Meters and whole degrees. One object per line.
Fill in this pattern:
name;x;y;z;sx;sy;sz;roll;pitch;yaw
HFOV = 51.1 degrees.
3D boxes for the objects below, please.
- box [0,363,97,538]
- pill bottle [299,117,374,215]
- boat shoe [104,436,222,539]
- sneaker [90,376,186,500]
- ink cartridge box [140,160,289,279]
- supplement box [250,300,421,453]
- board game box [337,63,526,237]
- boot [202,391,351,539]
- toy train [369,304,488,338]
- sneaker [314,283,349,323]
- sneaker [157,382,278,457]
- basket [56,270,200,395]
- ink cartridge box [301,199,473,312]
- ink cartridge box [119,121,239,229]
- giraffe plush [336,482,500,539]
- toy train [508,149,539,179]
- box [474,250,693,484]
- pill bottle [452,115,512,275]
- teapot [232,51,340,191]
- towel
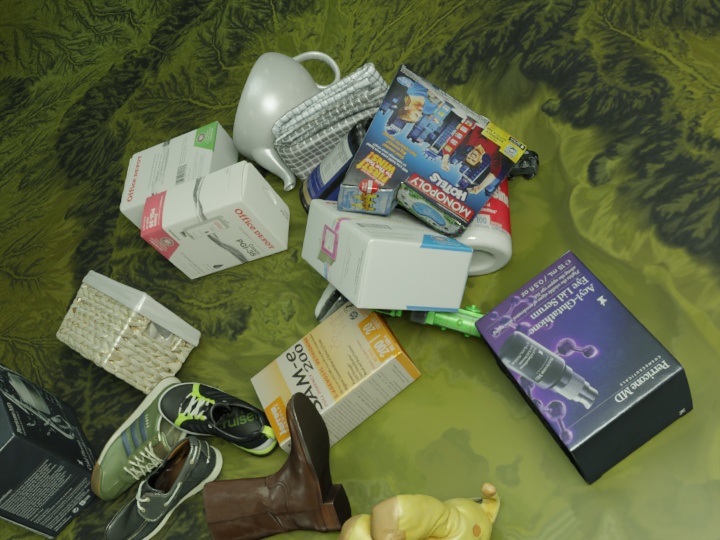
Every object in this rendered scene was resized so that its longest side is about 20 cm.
box;-0.514;0.263;1.129;0.124;0.197;0.200;-44;48;-5
pill bottle;0.008;-0.147;1.092;0.200;0.111;0.113;-41;42;34
boat shoe;-0.287;0.309;1.051;0.200;0.068;0.072;-42;49;0
sneaker;-0.307;0.253;1.098;0.089;0.067;0.202;16;65;43
ink cartridge box;-0.234;-0.078;1.231;0.197;0.147;0.084;-16;53;21
supplement box;-0.036;0.143;1.010;0.199;0.074;0.127;-39;47;2
board game box;0.071;-0.128;0.939;0.199;0.062;0.200;36;67;11
boot;-0.127;0.255;0.937;0.197;0.190;0.064;-14;8;23
toy train;0.091;0.053;0.961;0.196;0.056;0.043;15;96;9
sneaker;0.000;0.000;1.102;0.201;0.075;0.086;-49;36;-17
sneaker;-0.197;0.192;1.037;0.196;0.083;0.073;14;63;18
basket;-0.371;0.100;1.187;0.198;0.135;0.125;14;69;45
ink cartridge box;0.026;-0.022;0.948;0.200;0.142;0.086;40;122;59
ink cartridge box;-0.333;-0.169;1.395;0.197;0.084;0.148;-16;52;21
giraffe plush;0.083;0.330;0.782;0.196;0.174;0.165;-5;60;-15
toy train;0.170;-0.159;1.123;0.197;0.034;0.046;2;56;31
box;0.247;0.105;0.847;0.147;0.105;0.201;-37;47;2
pill bottle;0.146;-0.105;1.028;0.110;0.112;0.204;-11;64;24
teapot;-0.124;-0.271;1.302;0.144;0.203;0.198;19;24;0
towel;-0.018;-0.200;1.176;0.197;0.166;0.087;-26;51;15
